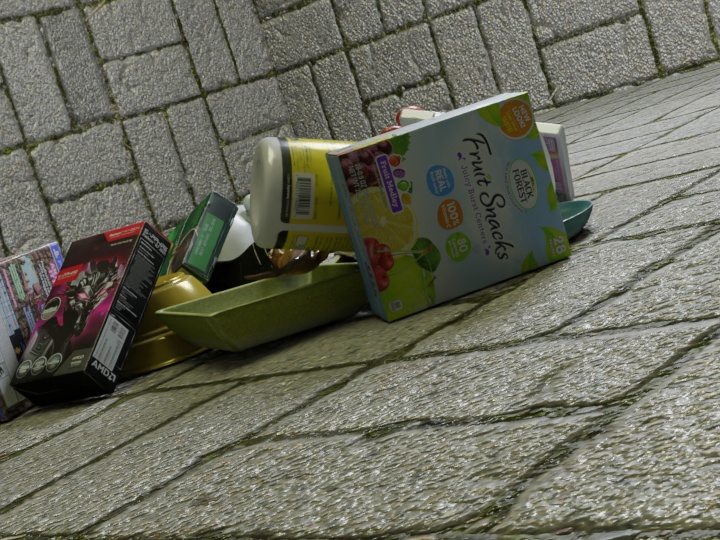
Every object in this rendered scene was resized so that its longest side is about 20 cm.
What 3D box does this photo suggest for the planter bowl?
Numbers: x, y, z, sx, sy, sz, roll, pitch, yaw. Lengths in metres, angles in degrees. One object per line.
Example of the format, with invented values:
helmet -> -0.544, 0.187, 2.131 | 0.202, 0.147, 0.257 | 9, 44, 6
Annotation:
planter bowl -> -0.231, 0.054, 1.554 | 0.199, 0.084, 0.200 | -17, 7, 2

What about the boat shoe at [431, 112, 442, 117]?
boat shoe -> 0.098, -0.125, 1.624 | 0.056, 0.069, 0.200 | 15, -21, 3

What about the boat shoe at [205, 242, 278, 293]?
boat shoe -> -0.139, 0.022, 1.667 | 0.199, 0.076, 0.074 | -23, -30, 37

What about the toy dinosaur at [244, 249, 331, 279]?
toy dinosaur -> -0.063, -0.014, 1.449 | 0.106, 0.060, 0.200 | -41, 5, 0

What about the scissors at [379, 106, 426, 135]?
scissors -> 0.098, -0.150, 1.735 | 0.073, 0.014, 0.200 | -39, -40, 20

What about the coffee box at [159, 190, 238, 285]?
coffee box -> -0.231, -0.002, 1.689 | 0.200, 0.044, 0.124 | -37, 28, 48

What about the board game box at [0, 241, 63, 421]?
board game box -> -0.408, 0.073, 1.542 | 0.096, 0.161, 0.200 | -15, 7, 22

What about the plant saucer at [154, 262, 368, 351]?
plant saucer -> -0.095, 0.040, 1.427 | 0.199, 0.048, 0.200 | -17, 6, -23

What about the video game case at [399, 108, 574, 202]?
video game case -> 0.155, -0.137, 1.650 | 0.199, 0.143, 0.018 | 9, 61, 20

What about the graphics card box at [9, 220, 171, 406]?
graphics card box -> -0.291, 0.046, 1.477 | 0.125, 0.051, 0.201 | -11, 49, 36

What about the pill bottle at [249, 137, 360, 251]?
pill bottle -> -0.008, -0.075, 1.387 | 0.198, 0.113, 0.112 | 2, 3, -13

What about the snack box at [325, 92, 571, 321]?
snack box -> 0.086, -0.064, 1.317 | 0.199, 0.170, 0.068 | -20, 11, -12

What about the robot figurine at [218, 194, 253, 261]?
robot figurine -> -0.168, -0.032, 1.861 | 0.113, 0.170, 0.200 | 31, 19, 18

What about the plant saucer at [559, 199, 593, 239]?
plant saucer -> 0.159, -0.033, 1.475 | 0.199, 0.028, 0.200 | -18, 7, 2

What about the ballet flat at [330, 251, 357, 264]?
ballet flat -> 0.000, 0.000, 1.509 | 0.075, 0.068, 0.200 | -42, 13, -9

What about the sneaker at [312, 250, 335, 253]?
sneaker -> -0.057, -0.056, 1.660 | 0.139, 0.078, 0.199 | -2, -2, 43

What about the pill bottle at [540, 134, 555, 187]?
pill bottle -> 0.104, -0.091, 1.497 | 0.199, 0.113, 0.112 | -15, 8, 26
